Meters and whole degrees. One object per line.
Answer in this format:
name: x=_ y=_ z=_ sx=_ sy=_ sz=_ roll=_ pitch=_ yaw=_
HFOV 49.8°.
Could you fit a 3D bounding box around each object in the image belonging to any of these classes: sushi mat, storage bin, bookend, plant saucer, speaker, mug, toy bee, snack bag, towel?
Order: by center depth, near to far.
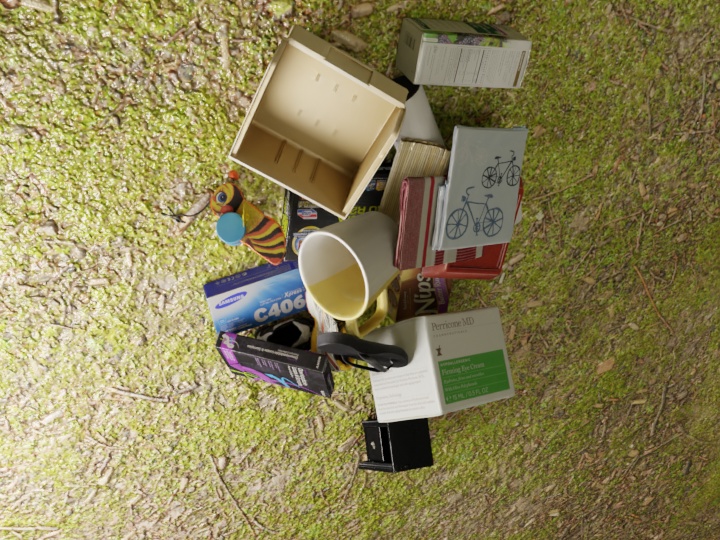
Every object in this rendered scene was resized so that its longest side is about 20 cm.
storage bin: x=-0.058 y=-0.210 z=1.113 sx=0.197 sy=0.095 sz=0.199 roll=27 pitch=136 yaw=-11
toy bee: x=-0.194 y=-0.094 z=1.211 sx=0.197 sy=0.130 sz=0.111 roll=25 pitch=87 yaw=-24
towel: x=0.136 y=-0.082 z=1.255 sx=0.196 sy=0.023 sz=0.148 roll=-8 pitch=111 yaw=-38
snack bag: x=0.195 y=-0.136 z=1.257 sx=0.185 sy=0.021 sz=0.206 roll=-8 pitch=111 yaw=-39
speaker: x=0.093 y=-0.215 z=1.272 sx=0.080 sy=0.082 sz=0.202 roll=-30 pitch=129 yaw=-1
mug: x=-0.005 y=-0.009 z=1.274 sx=0.152 sy=0.149 sz=0.189 roll=-34 pitch=156 yaw=-42
sushi mat: x=0.084 y=-0.127 z=1.287 sx=0.093 sy=0.012 sz=0.203 roll=8 pitch=131 yaw=-12
plant saucer: x=0.207 y=-0.077 z=1.357 sx=0.196 sy=0.036 sz=0.205 roll=2 pitch=107 yaw=-43
bookend: x=0.058 y=0.305 z=1.606 sx=0.090 sy=0.198 sz=0.206 roll=-4 pitch=81 yaw=-22

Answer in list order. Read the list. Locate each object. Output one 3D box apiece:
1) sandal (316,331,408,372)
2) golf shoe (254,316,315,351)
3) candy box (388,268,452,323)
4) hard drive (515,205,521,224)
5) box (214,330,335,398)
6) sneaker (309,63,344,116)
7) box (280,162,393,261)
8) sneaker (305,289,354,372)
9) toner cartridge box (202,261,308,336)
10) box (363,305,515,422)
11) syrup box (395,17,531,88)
sandal: x=0.002 y=0.145 z=1.303 sx=0.197 sy=0.044 sz=0.075 roll=18 pitch=153 yaw=-42
golf shoe: x=-0.093 y=0.121 z=1.408 sx=0.195 sy=0.094 sz=0.080 roll=-11 pitch=86 yaw=-20
candy box: x=0.116 y=-0.003 z=1.451 sx=0.114 sy=0.057 sz=0.204 roll=-8 pitch=125 yaw=-22
hard drive: x=0.214 y=-0.107 z=1.392 sx=0.198 sy=0.025 sz=0.135 roll=-31 pitch=127 yaw=-28
box: x=-0.146 y=0.167 z=1.362 sx=0.195 sy=0.037 sz=0.144 roll=11 pitch=155 yaw=10
sneaker: x=-0.040 y=-0.252 z=1.186 sx=0.077 sy=0.080 sz=0.201 roll=-33 pitch=131 yaw=1
box: x=-0.035 y=-0.100 z=1.320 sx=0.195 sy=0.045 sz=0.164 roll=-3 pitch=124 yaw=-23
sneaker: x=-0.041 y=0.079 z=1.353 sx=0.077 sy=0.081 sz=0.206 roll=-19 pitch=111 yaw=-41
toner cartridge box: x=-0.169 y=0.043 z=1.360 sx=0.195 sy=0.043 sz=0.097 roll=-19 pitch=128 yaw=-12
box: x=0.144 y=0.173 z=1.444 sx=0.195 sy=0.176 sz=0.198 roll=-5 pitch=170 yaw=-36
syrup box: x=0.161 y=-0.340 z=1.217 sx=0.195 sy=0.079 sz=0.083 roll=-4 pitch=125 yaw=-22
